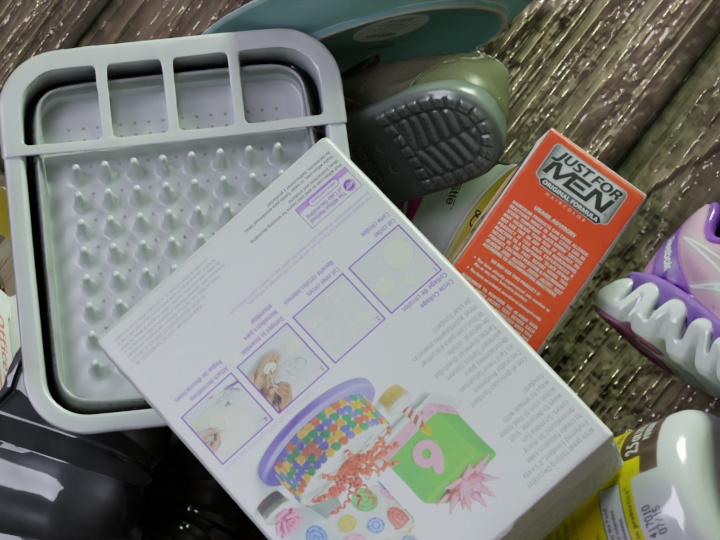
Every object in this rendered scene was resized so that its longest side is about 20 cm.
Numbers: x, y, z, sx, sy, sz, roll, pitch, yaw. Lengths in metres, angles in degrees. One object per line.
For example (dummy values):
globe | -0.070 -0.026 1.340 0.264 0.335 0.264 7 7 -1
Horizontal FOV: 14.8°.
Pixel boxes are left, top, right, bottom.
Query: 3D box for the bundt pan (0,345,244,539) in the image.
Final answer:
bundt pan | -0.118 0.112 1.440 0.076 0.202 0.202 13 78 28

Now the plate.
plate | 0.009 -0.125 1.458 0.200 0.200 0.026 -20 78 30

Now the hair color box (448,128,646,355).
hair color box | 0.052 0.034 1.351 0.061 0.102 0.200 36 79 0

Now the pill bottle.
pill bottle | 0.097 0.148 1.316 0.200 0.109 0.109 -26 56 26

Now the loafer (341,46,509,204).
loafer | 0.000 -0.068 1.448 0.200 0.075 0.070 -9 29 35

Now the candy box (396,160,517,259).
candy box | 0.000 0.000 1.491 0.200 0.061 0.137 12 77 40

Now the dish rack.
dish rack | -0.087 -0.016 1.372 0.171 0.044 0.200 -6 70 -4

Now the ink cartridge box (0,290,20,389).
ink cartridge box | -0.250 0.067 1.496 0.200 0.067 0.117 -21 59 15

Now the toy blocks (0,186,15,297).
toy blocks | -0.171 0.044 1.574 0.200 0.100 0.137 -50 45 26

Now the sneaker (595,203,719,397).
sneaker | 0.203 0.029 1.305 0.200 0.080 0.089 33 84 43

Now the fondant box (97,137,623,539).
fondant box | -0.001 0.060 1.261 0.144 0.058 0.200 -41 68 -5
